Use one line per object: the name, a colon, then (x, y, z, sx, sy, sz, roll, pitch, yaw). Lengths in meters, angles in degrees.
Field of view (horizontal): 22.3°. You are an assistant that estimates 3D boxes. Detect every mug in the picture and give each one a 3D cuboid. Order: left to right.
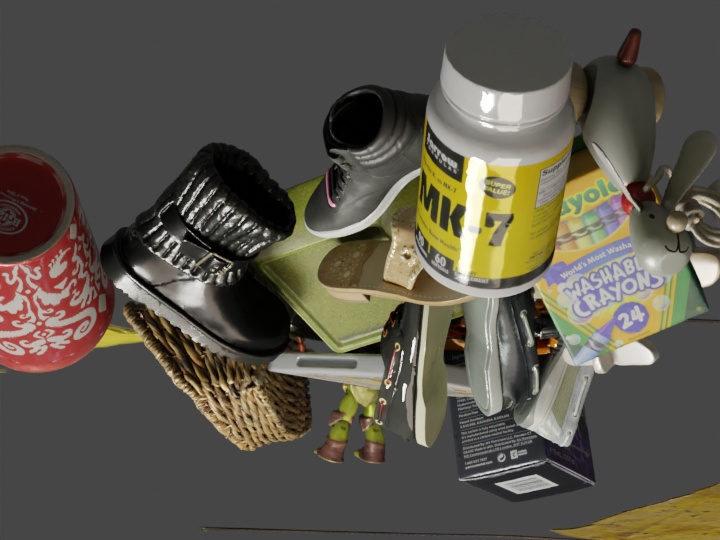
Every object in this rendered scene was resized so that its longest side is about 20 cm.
mug: (-0.304, -0.009, 1.547, 0.176, 0.135, 0.200, -6, 157, -5)

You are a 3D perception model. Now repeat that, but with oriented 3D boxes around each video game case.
video game case: (0.039, 0.104, 1.804, 0.199, 0.023, 0.181, 12, 171, -42)

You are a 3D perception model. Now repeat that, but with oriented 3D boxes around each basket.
basket: (-0.145, 0.114, 1.896, 0.147, 0.144, 0.200, -9, 160, 11)

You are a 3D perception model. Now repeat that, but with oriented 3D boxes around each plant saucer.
plant saucer: (0.000, 0.000, 1.656, 0.199, 0.048, 0.200, -18, 131, 30)

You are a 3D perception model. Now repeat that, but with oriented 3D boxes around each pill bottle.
pill bottle: (0.103, -0.087, 1.391, 0.113, 0.115, 0.201, -3, 134, -7)

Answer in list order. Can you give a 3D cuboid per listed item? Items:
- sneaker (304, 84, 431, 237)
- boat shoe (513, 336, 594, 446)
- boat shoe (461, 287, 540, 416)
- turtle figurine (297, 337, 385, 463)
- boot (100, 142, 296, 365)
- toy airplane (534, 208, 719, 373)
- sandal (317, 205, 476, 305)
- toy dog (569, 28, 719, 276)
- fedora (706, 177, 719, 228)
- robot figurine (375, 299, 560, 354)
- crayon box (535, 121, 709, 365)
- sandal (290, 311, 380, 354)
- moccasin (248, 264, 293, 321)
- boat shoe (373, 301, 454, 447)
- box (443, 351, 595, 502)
sneaker: (-0.007, -0.093, 1.494, 0.099, 0.071, 0.200, 13, 147, -38)
boat shoe: (0.223, 0.075, 1.836, 0.064, 0.203, 0.074, 28, 171, -13)
boat shoe: (0.125, 0.033, 1.619, 0.060, 0.076, 0.201, -16, 126, -17)
turtle figurine: (0.010, 0.122, 1.946, 0.199, 0.163, 0.064, 2, -173, -45)
boot: (-0.102, -0.009, 1.574, 0.157, 0.080, 0.210, -37, 132, 28)
toy airplane: (0.217, -0.006, 1.680, 0.199, 0.142, 0.200, 27, 144, 4)
sandal: (0.036, -0.019, 1.515, 0.210, 0.078, 0.070, -6, 140, 39)
toy dog: (0.216, -0.103, 1.396, 0.131, 0.200, 0.097, -22, 153, -33)
fedora: (0.394, -0.089, 1.579, 0.198, 0.091, 0.177, 0, 158, 1)
robot figurine: (0.111, 0.039, 1.807, 0.198, 0.145, 0.059, 4, 116, -5)
crayon box: (0.197, -0.031, 1.538, 0.125, 0.052, 0.201, -24, 115, 12)
sandal: (-0.012, 0.053, 1.874, 0.200, 0.081, 0.057, 18, 148, -30)
moccasin: (-0.132, 0.008, 1.714, 0.077, 0.074, 0.201, -16, 157, 29)
boat shoe: (0.045, 0.063, 1.613, 0.063, 0.074, 0.203, 17, 125, 19)
box: (0.166, 0.131, 1.946, 0.103, 0.202, 0.148, -15, 159, 24)
